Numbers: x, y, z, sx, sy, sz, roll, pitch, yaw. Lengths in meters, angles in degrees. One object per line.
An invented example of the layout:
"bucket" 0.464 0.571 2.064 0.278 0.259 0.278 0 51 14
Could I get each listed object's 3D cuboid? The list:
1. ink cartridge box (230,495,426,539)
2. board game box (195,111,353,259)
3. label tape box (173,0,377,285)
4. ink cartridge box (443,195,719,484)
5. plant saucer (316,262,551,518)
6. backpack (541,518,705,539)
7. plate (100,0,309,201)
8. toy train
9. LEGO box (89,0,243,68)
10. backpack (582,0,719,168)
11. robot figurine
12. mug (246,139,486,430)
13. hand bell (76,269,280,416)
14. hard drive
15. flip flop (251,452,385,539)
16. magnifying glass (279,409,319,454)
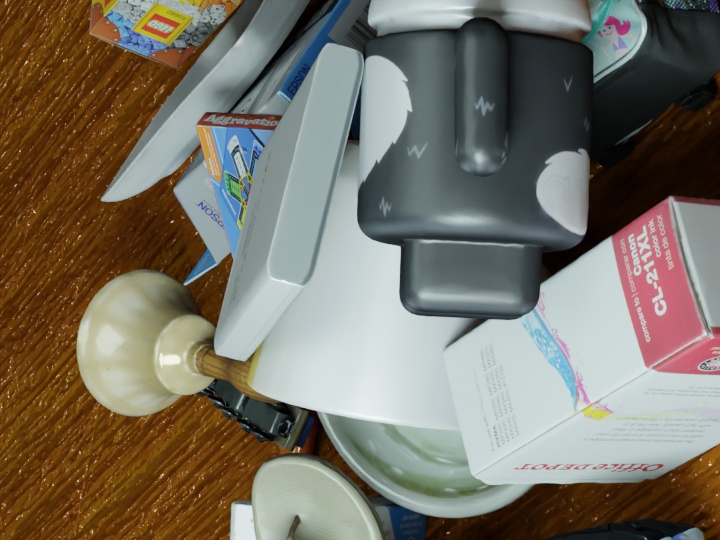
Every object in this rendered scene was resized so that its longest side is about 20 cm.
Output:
"ink cartridge box" -0.022 0.246 1.532 0.085 0.145 0.200 3 89 22
"board game box" -0.036 -0.013 1.565 0.103 0.019 0.200 5 129 24
"label tape box" -0.059 -0.094 1.627 0.200 0.066 0.143 -35 18 44
"ink cartridge box" 0.163 0.042 1.316 0.200 0.146 0.083 -36 60 45
"plant saucer" 0.058 0.052 1.507 0.200 0.050 0.200 6 101 35
"backpack" 0.120 0.209 1.367 0.200 0.163 0.154 -42 64 34
"plate" -0.088 -0.148 1.679 0.200 0.032 0.200 -44 12 40
"toy train" -0.077 0.091 1.682 0.034 0.046 0.200 -65 24 1
"LEGO box" -0.121 -0.272 1.729 0.149 0.077 0.200 -40 40 44
"backpack" 0.106 -0.176 1.419 0.178 0.150 0.200 -37 53 45
"robot figurine" 0.058 -0.076 1.269 0.150 0.125 0.200 -1 85 50
"mug" 0.002 0.001 1.423 0.186 0.149 0.153 11 96 21
"hand bell" -0.097 0.061 1.614 0.200 0.104 0.104 10 95 54
"hard drive" -0.042 -0.033 1.331 0.200 0.027 0.132 130 154 -73
"flip flop" -0.028 0.207 1.426 0.081 0.058 0.200 -4 86 19
"magnifying glass" -0.050 0.156 1.691 0.080 0.022 0.200 23 107 51
